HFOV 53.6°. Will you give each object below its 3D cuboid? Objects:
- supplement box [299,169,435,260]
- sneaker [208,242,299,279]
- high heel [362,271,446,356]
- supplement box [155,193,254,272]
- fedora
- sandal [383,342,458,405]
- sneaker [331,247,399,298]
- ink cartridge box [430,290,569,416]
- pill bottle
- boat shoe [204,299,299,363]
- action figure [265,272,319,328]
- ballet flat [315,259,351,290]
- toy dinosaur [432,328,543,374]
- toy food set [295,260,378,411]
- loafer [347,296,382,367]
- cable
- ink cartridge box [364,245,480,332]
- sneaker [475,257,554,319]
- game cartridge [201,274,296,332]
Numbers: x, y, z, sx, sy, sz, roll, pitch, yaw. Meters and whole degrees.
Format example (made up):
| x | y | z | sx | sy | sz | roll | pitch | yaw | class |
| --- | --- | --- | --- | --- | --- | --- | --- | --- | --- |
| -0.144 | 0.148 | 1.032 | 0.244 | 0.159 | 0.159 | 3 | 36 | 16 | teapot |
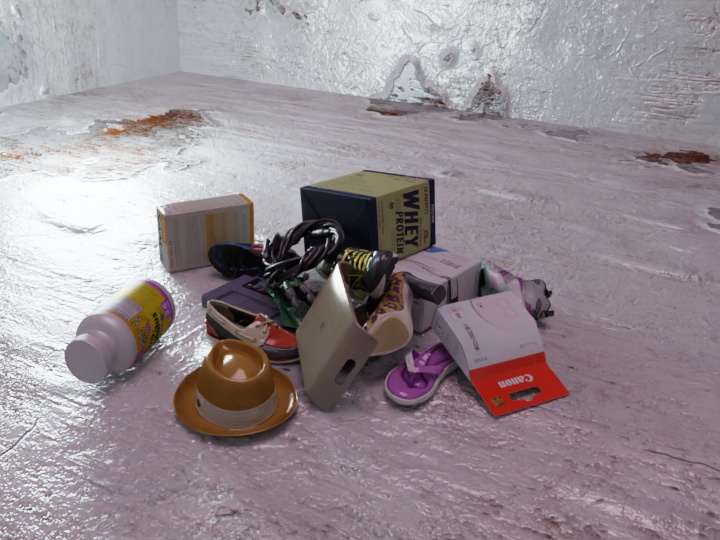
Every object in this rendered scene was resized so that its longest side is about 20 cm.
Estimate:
| x | y | z | sx | sy | sz | roll | pitch | yaw | class |
| --- | --- | --- | --- | --- | --- | --- | --- | --- | --- |
| 0.017 | -0.108 | 1.422 | 0.197 | 0.138 | 0.197 | 15 | 26 | 41 | supplement box |
| -0.218 | -0.022 | 1.482 | 0.194 | 0.078 | 0.079 | 8 | 14 | -8 | sneaker |
| 0.034 | 0.073 | 1.184 | 0.198 | 0.073 | 0.141 | -35 | 26 | -24 | high heel |
| -0.328 | -0.083 | 1.519 | 0.195 | 0.130 | 0.073 | -11 | 28 | -29 | supplement box |
| -0.184 | 0.160 | 1.051 | 0.194 | 0.084 | 0.202 | 2 | 24 | -1 | fedora |
| 0.101 | 0.150 | 1.143 | 0.081 | 0.051 | 0.201 | 16 | 26 | 28 | sandal |
| 0.000 | 0.000 | 1.203 | 0.083 | 0.076 | 0.200 | 30 | -17 | -10 | sneaker |
| 0.228 | 0.125 | 1.147 | 0.158 | 0.058 | 0.201 | -9 | 39 | -26 | ink cartridge box |
| -0.385 | 0.097 | 1.145 | 0.101 | 0.107 | 0.201 | 8 | 25 | 12 | pill bottle |
| -0.179 | 0.102 | 1.207 | 0.195 | 0.064 | 0.071 | 14 | 25 | 21 | boat shoe |
| -0.125 | 0.033 | 1.305 | 0.115 | 0.056 | 0.199 | -13 | 25 | -24 | action figure |
| -0.043 | -0.003 | 1.435 | 0.197 | 0.071 | 0.069 | 23 | 31 | 39 | ballet flat |
| 0.216 | 0.127 | 1.227 | 0.195 | 0.062 | 0.107 | 20 | 38 | 7 | toy dinosaur |
| -0.036 | 0.097 | 1.112 | 0.059 | 0.145 | 0.202 | 23 | 25 | -25 | toy food set |
| 0.000 | 0.085 | 1.225 | 0.070 | 0.074 | 0.201 | 28 | 27 | 2 | loafer |
| -0.103 | -0.034 | 1.289 | 0.159 | 0.052 | 0.201 | -16 | 23 | 1 | cable |
| 0.119 | 0.027 | 1.373 | 0.142 | 0.087 | 0.198 | 20 | 29 | 36 | ink cartridge box |
| 0.308 | 0.039 | 1.391 | 0.136 | 0.080 | 0.202 | -3 | 34 | -16 | sneaker |
| -0.185 | 0.061 | 1.334 | 0.196 | 0.039 | 0.129 | 18 | 33 | 30 | game cartridge |
